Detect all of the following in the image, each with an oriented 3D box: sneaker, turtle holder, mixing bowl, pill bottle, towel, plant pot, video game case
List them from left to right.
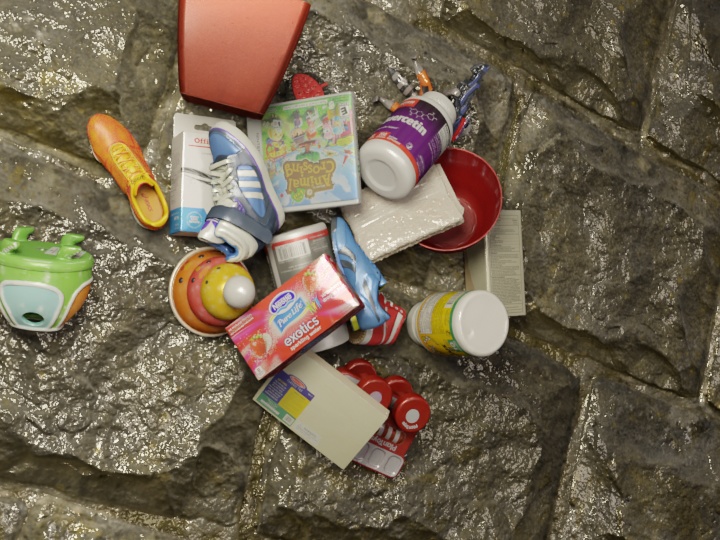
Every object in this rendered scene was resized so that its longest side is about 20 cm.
[{"bbox_3d":[-0.483,0.015,1.272,0.183,0.140,0.134,1,104,-36],"label":"turtle holder"},{"bbox_3d":[-0.357,-0.159,1.380,0.073,0.077,0.202,-36,102,-22],"label":"sneaker"},{"bbox_3d":[-0.209,-0.113,1.362,0.146,0.080,0.202,-45,116,-40],"label":"sneaker"},{"bbox_3d":[-0.200,-0.345,1.395,0.196,0.200,0.180,13,93,-10],"label":"plant pot"},{"bbox_3d":[-0.097,-0.193,1.469,0.022,0.197,0.186,-2,88,-69],"label":"video game case"},{"bbox_3d":[-0.088,0.030,1.487,0.112,0.113,0.204,-17,95,-26],"label":"pill bottle"},{"bbox_3d":[-0.074,-0.250,1.532,0.078,0.096,0.202,-24,73,-16],"label":"sneaker"},{"bbox_3d":[0.000,0.000,1.483,0.077,0.066,0.203,-16,75,3],"label":"sneaker"},{"bbox_3d":[0.019,0.038,1.568,0.111,0.071,0.204,13,65,-44],"label":"sneaker"},{"bbox_3d":[0.073,-0.104,1.534,0.197,0.035,0.134,-25,66,-3],"label":"towel"},{"bbox_3d":[0.086,-0.222,1.508,0.113,0.112,0.201,50,54,-16],"label":"pill bottle"},{"bbox_3d":[0.160,-0.109,1.602,0.196,0.109,0.204,-3,68,7],"label":"mixing bowl"},{"bbox_3d":[0.165,0.095,1.565,0.111,0.199,0.115,2,86,-27],"label":"pill bottle"}]

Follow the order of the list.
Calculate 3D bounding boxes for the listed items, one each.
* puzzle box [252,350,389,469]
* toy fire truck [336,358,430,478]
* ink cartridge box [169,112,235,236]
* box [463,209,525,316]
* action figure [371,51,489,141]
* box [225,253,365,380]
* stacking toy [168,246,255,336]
[{"bbox_3d":[-0.066,0.224,1.465,0.199,0.025,0.134,38,113,-3],"label":"puzzle box"},{"bbox_3d":[0.016,0.262,1.541,0.198,0.112,0.170,26,94,-22],"label":"toy fire truck"},{"bbox_3d":[-0.248,-0.158,1.440,0.114,0.068,0.204,2,86,-28],"label":"ink cartridge box"},{"bbox_3d":[0.255,-0.013,1.685,0.093,0.077,0.204,0,87,-27],"label":"box"},{"bbox_3d":[0.144,-0.323,1.635,0.193,0.105,0.201,36,97,-26],"label":"action figure"},{"bbox_3d":[-0.100,0.074,1.378,0.199,0.095,0.100,-36,82,2],"label":"box"},{"bbox_3d":[-0.209,0.030,1.376,0.144,0.199,0.149,2,86,-27],"label":"stacking toy"}]
